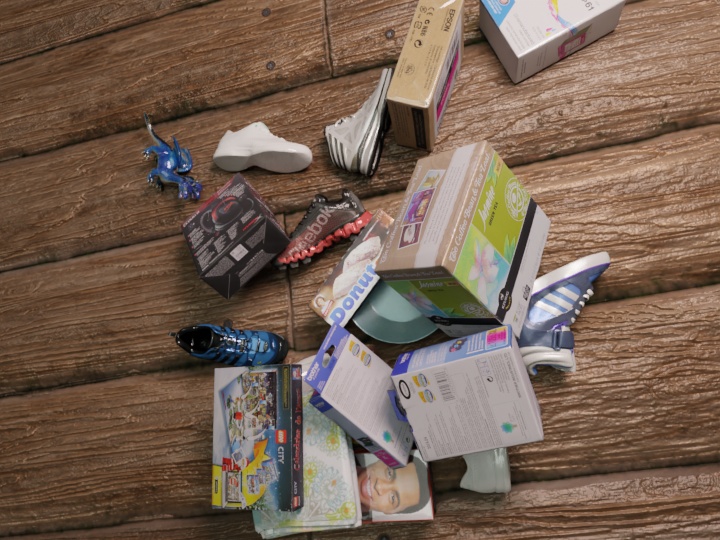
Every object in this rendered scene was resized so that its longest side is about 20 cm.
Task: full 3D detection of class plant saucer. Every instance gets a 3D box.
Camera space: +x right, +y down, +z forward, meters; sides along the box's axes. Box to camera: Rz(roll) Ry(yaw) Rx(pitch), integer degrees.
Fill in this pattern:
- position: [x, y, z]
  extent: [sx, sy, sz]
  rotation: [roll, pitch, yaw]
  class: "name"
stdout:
- position: [0.067, 0.022, 0.902]
  extent: [0.197, 0.039, 0.205]
  rotation: [-3, 77, 12]
  class: "plant saucer"

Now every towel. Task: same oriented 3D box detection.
- position: [-0.089, 0.289, 0.809]
  extent: [0.169, 0.048, 0.203]
  rotation: [-14, 76, 17]
  class: "towel"

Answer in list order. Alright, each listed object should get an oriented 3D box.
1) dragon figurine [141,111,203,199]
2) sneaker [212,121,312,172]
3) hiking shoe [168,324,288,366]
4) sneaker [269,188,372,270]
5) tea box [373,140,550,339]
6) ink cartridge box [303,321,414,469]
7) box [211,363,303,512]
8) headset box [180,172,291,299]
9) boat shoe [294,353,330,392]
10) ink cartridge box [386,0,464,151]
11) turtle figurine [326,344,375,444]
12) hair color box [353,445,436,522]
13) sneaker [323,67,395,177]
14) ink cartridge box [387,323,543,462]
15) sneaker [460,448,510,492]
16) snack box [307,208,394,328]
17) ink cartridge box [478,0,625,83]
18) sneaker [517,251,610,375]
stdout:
- position: [-0.367, -0.220, 1.048]
  extent: [0.098, 0.059, 0.203]
  rotation: [-15, 75, 9]
  class: "dragon figurine"
- position: [-0.180, -0.239, 1.007]
  extent: [0.197, 0.075, 0.090]
  rotation: [5, 67, 15]
  class: "sneaker"
- position: [-0.223, 0.133, 0.919]
  extent: [0.196, 0.087, 0.076]
  rotation: [1, 78, 13]
  class: "hiking shoe"
- position: [-0.079, -0.075, 0.929]
  extent: [0.198, 0.071, 0.099]
  rotation: [-27, 101, 4]
  class: "sneaker"
- position: [0.153, -0.036, 0.774]
  extent: [0.133, 0.196, 0.202]
  rotation: [-6, 55, 49]
  class: "tea box"
- position: [0.005, 0.183, 0.790]
  extent: [0.200, 0.042, 0.120]
  rotation: [43, 45, -14]
  class: "ink cartridge box"
- position: [-0.152, 0.244, 0.795]
  extent: [0.134, 0.038, 0.204]
  rotation: [-6, 77, 20]
  class: "box"
- position: [-0.225, -0.070, 0.939]
  extent: [0.148, 0.075, 0.200]
  rotation: [-42, 42, 1]
  class: "headset box"
- position: [-0.126, 0.194, 0.894]
  extent: [0.197, 0.066, 0.073]
  rotation: [-22, 73, 7]
  class: "boat shoe"
- position: [0.114, -0.330, 0.904]
  extent: [0.074, 0.165, 0.203]
  rotation: [16, 82, 14]
  class: "ink cartridge box"
- position: [-0.019, 0.204, 0.850]
  extent: [0.196, 0.064, 0.164]
  rotation: [-6, 81, 1]
  class: "turtle figurine"
- position: [0.013, 0.331, 0.833]
  extent: [0.197, 0.061, 0.103]
  rotation: [-8, 76, 11]
  class: "hair color box"
- position: [-0.005, -0.278, 0.967]
  extent: [0.114, 0.076, 0.204]
  rotation: [16, 84, 14]
  class: "sneaker"
- position: [0.129, 0.171, 0.728]
  extent: [0.197, 0.076, 0.138]
  rotation: [-19, 100, 19]
  class: "ink cartridge box"
- position: [0.172, 0.228, 0.807]
  extent: [0.087, 0.075, 0.204]
  rotation: [-7, 78, 15]
  class: "sneaker"
- position: [0.000, 0.000, 0.885]
  extent: [0.072, 0.024, 0.201]
  rotation: [36, 89, 10]
  class: "snack box"
- position: [0.324, -0.445, 0.923]
  extent: [0.198, 0.085, 0.146]
  rotation: [-27, 73, 5]
  class: "ink cartridge box"
- position: [0.312, 0.075, 0.817]
  extent: [0.198, 0.081, 0.148]
  rotation: [-25, 81, 3]
  class: "sneaker"
